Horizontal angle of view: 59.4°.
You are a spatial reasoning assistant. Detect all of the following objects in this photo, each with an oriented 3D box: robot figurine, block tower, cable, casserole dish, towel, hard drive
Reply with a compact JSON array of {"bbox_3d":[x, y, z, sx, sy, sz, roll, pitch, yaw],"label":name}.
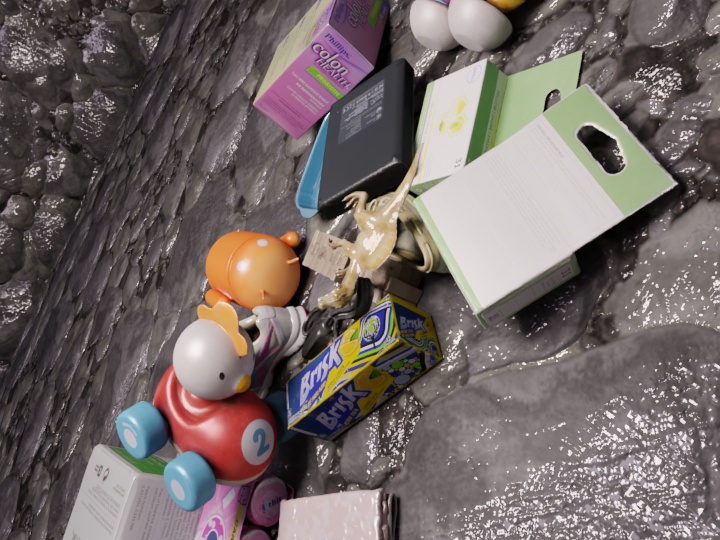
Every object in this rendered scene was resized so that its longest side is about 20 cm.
[{"bbox_3d":[-0.165,-0.001,0.971,0.199,0.142,0.119,12,103,56],"label":"robot figurine"},{"bbox_3d":[0.000,0.000,0.801,0.199,0.057,0.055,26,91,54],"label":"block tower"},{"bbox_3d":[-0.026,0.062,0.778,0.201,0.050,0.098,-52,30,40],"label":"cable"},{"bbox_3d":[-0.035,-0.168,0.960,0.120,0.038,0.204,12,82,55],"label":"casserole dish"},{"bbox_3d":[-0.033,0.343,0.667,0.190,0.032,0.204,-26,51,43],"label":"towel"},{"bbox_3d":[0.008,-0.175,0.830,0.138,0.033,0.203,-25,44,33],"label":"hard drive"}]

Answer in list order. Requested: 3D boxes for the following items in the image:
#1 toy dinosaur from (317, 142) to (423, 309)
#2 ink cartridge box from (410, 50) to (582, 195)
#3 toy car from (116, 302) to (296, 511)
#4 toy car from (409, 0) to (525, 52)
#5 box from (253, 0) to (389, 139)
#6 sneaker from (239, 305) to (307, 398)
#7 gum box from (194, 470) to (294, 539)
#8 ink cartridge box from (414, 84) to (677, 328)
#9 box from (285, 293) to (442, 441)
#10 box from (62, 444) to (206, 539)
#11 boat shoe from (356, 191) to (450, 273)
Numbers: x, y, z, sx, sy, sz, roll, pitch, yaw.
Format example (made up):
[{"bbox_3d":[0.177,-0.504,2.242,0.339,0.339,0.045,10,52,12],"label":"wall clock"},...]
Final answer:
[{"bbox_3d":[0.017,-0.046,0.687,0.202,0.058,0.101,-59,30,9],"label":"toy dinosaur"},{"bbox_3d":[0.142,-0.167,0.712,0.199,0.047,0.148,-7,65,55],"label":"ink cartridge box"},{"bbox_3d":[-0.163,0.133,0.742,0.176,0.183,0.202,36,127,23],"label":"toy car"},{"bbox_3d":[0.122,-0.375,0.767,0.199,0.148,0.178,30,96,55],"label":"toy car"},{"bbox_3d":[-0.062,-0.346,1.018,0.199,0.096,0.178,-33,33,40],"label":"box"},{"bbox_3d":[-0.162,0.121,0.920,0.201,0.087,0.082,-55,36,17],"label":"sneaker"},{"bbox_3d":[-0.158,0.351,0.800,0.113,0.065,0.204,-5,66,53],"label":"gum box"},{"bbox_3d":[0.164,-0.061,0.591,0.198,0.048,0.147,-32,55,10],"label":"ink cartridge box"},{"bbox_3d":[-0.004,0.117,0.723,0.200,0.069,0.065,-43,39,30],"label":"box"},{"bbox_3d":[-0.299,0.374,0.885,0.197,0.170,0.204,-2,68,53],"label":"box"},{"bbox_3d":[0.044,-0.044,0.740,0.200,0.062,0.075,35,129,51],"label":"boat shoe"}]
